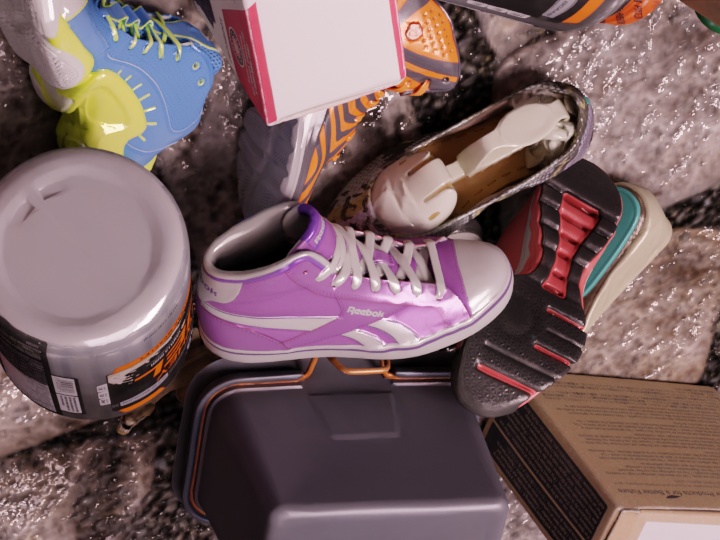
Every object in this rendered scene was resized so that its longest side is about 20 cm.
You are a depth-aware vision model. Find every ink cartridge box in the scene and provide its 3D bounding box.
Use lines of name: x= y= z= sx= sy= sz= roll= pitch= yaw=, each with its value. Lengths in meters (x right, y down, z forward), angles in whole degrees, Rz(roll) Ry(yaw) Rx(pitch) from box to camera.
ink cartridge box: x=-0.056 y=-0.196 z=1.224 sx=0.084 sy=0.200 sz=0.145 roll=-19 pitch=133 yaw=-11
ink cartridge box: x=0.210 y=0.152 z=1.677 sx=0.200 sy=0.165 sz=0.075 roll=7 pitch=121 yaw=-33

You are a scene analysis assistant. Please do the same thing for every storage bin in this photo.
storage bin: x=-0.002 y=0.132 z=1.460 sx=0.200 sy=0.134 sz=0.146 roll=-1 pitch=122 yaw=-20

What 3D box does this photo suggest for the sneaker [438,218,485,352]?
sneaker: x=0.052 y=0.054 z=1.564 sx=0.074 sy=0.080 sz=0.200 roll=-1 pitch=118 yaw=-27

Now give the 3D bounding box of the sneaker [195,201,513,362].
sneaker: x=0.000 y=0.001 z=1.410 sx=0.200 sy=0.073 sz=0.114 roll=-11 pitch=147 yaw=-10

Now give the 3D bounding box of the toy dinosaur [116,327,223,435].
toy dinosaur: x=-0.078 y=0.055 z=1.526 sx=0.200 sy=0.058 sz=0.101 roll=-10 pitch=148 yaw=-39

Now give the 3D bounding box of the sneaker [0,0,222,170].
sneaker: x=-0.141 y=-0.133 z=1.321 sx=0.105 sy=0.076 sz=0.200 roll=-34 pitch=148 yaw=-15

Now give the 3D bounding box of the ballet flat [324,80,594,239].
ballet flat: x=0.062 y=-0.066 z=1.481 sx=0.200 sy=0.072 sz=0.072 roll=-29 pitch=134 yaw=-9

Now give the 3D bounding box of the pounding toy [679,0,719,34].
pounding toy: x=0.256 y=-0.217 z=1.413 sx=0.142 sy=0.184 sz=0.200 roll=2 pitch=116 yaw=-30

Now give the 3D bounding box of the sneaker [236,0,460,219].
sneaker: x=-0.001 y=-0.103 z=1.414 sx=0.112 sy=0.078 sz=0.200 roll=2 pitch=124 yaw=-30

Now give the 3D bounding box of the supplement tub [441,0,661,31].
supplement tub: x=0.086 y=-0.209 z=1.347 sx=0.200 sy=0.123 sz=0.123 roll=9 pitch=120 yaw=-35

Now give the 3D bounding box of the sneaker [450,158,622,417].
sneaker: x=0.110 y=0.022 z=1.521 sx=0.074 sy=0.200 sz=0.087 roll=32 pitch=150 yaw=-7

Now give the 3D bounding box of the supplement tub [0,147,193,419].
supplement tub: x=-0.158 y=0.015 z=1.345 sx=0.123 sy=0.123 sz=0.200 roll=-25 pitch=166 yaw=-10

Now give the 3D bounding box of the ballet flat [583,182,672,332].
ballet flat: x=0.142 y=0.025 z=1.613 sx=0.200 sy=0.069 sz=0.069 roll=-48 pitch=133 yaw=11
